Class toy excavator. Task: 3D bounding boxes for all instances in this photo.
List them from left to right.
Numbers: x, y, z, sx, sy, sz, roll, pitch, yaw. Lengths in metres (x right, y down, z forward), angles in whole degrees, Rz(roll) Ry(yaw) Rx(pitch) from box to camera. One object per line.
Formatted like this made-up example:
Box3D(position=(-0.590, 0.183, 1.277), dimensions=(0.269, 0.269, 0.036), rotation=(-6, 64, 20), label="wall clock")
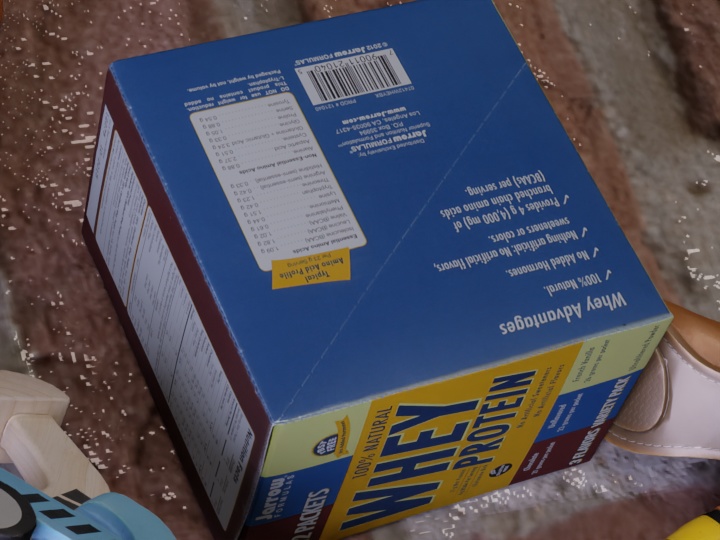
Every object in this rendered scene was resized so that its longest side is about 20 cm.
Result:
Box3D(position=(-0.130, 0.116, 0.850), dimensions=(0.194, 0.100, 0.200), rotation=(28, 17, 19), label="toy excavator")

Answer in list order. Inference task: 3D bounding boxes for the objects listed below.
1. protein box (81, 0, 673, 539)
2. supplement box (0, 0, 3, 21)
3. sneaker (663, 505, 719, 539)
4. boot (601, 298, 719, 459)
Box3D(position=(0.000, 0.000, 0.975), dimensions=(0.198, 0.135, 0.200), rotation=(-14, 60, -22), label="protein box")
Box3D(position=(-0.257, -0.098, 1.025), dimensions=(0.066, 0.069, 0.200), rotation=(28, 57, 9), label="supplement box")
Box3D(position=(0.200, 0.198, 0.938), dimensions=(0.090, 0.070, 0.200), rotation=(-29, 66, -12), label="sneaker")
Box3D(position=(0.203, 0.052, 1.022), dimensions=(0.155, 0.077, 0.200), rotation=(-2, 16, -39), label="boot")
